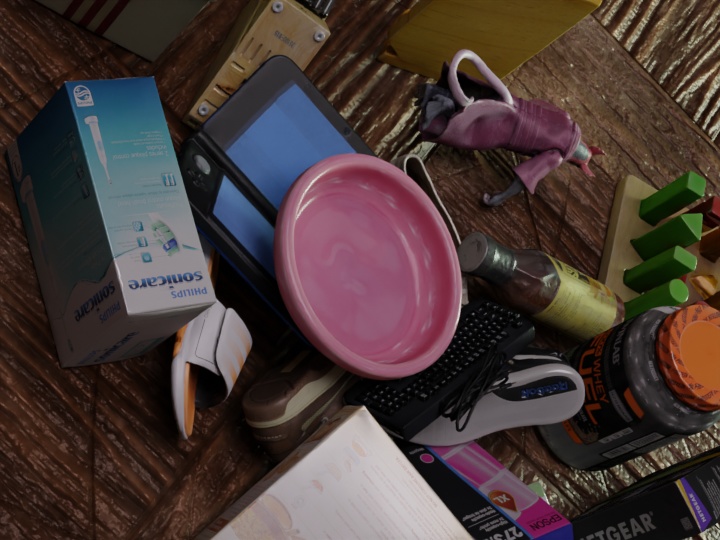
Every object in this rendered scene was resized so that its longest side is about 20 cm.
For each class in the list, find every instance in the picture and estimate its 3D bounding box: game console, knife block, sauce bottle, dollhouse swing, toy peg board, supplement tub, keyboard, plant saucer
[{"bbox_3d":[-0.056,-0.063,1.500,0.200,0.118,0.171,47,19,-18],"label":"game console"},{"bbox_3d":[-0.088,-0.219,1.616,0.064,0.176,0.200,34,100,-15],"label":"knife block"},{"bbox_3d":[0.174,0.016,1.645,0.200,0.066,0.066,27,56,-40],"label":"sauce bottle"},{"bbox_3d":[0.137,-0.305,1.698,0.181,0.200,0.176,14,64,-27],"label":"dollhouse swing"},{"bbox_3d":[0.358,0.013,1.771,0.199,0.098,0.200,29,58,-20],"label":"toy peg board"},{"bbox_3d":[0.263,0.109,1.604,0.122,0.200,0.123,14,63,-28],"label":"supplement tub"},{"bbox_3d":[0.084,0.078,1.502,0.104,0.040,0.200,28,44,29],"label":"keyboard"},{"bbox_3d":[0.000,0.000,1.478,0.200,0.051,0.201,15,65,-36],"label":"plant saucer"}]

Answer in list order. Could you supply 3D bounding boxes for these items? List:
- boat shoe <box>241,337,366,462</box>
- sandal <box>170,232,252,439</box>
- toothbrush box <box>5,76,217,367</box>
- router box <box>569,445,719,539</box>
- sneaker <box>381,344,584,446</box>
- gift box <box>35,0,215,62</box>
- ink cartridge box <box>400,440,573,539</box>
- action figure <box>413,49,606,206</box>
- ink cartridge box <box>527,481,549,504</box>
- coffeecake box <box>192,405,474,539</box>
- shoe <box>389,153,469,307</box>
[{"bbox_3d":[-0.029,0.098,1.513,0.202,0.075,0.075,-38,118,-40],"label":"boat shoe"},{"bbox_3d":[-0.120,0.044,1.453,0.059,0.079,0.207,6,61,3],"label":"sandal"},{"bbox_3d":[-0.208,-0.038,1.397,0.085,0.146,0.200,-7,73,-34],"label":"toothbrush box"},{"bbox_3d":[0.288,0.214,1.574,0.157,0.200,0.052,-21,81,-36],"label":"router box"},{"bbox_3d":[0.100,0.110,1.582,0.200,0.112,0.073,-2,103,-6],"label":"sneaker"},{"bbox_3d":[-0.205,-0.317,1.493,0.200,0.187,0.185,23,59,-24],"label":"gift box"},{"bbox_3d":[0.112,0.216,1.493,0.095,0.037,0.200,-15,42,-37],"label":"ink cartridge box"},{"bbox_3d":[0.156,-0.151,1.689,0.200,0.149,0.134,17,55,-10],"label":"action figure"},{"bbox_3d":[0.137,0.307,1.536,0.145,0.048,0.200,-14,76,-37],"label":"ink cartridge box"},{"bbox_3d":[-0.031,0.233,1.397,0.200,0.073,0.154,-40,95,-14],"label":"coffeecake box"},{"bbox_3d":[0.061,-0.016,1.619,0.070,0.053,0.200,-8,74,-36],"label":"shoe"}]
